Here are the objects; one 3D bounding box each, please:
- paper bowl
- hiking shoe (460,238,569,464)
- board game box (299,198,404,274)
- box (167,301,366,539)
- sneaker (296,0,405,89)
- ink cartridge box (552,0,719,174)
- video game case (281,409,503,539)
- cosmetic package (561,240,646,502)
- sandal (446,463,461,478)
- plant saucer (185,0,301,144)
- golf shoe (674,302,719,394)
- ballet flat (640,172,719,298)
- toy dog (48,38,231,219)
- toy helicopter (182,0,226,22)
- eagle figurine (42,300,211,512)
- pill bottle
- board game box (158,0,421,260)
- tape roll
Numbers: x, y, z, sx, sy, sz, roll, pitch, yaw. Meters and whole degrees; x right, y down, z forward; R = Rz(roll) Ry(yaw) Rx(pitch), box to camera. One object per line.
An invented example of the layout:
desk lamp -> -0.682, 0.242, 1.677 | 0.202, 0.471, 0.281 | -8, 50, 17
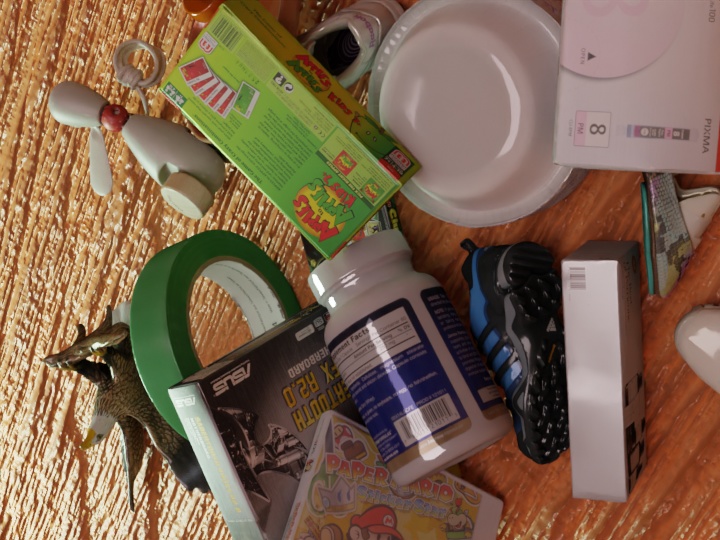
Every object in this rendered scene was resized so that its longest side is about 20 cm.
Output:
paper bowl -> 0.096, -0.136, 1.004 | 0.200, 0.104, 0.202 | 8, 105, 30
hiking shoe -> 0.141, 0.069, 1.060 | 0.087, 0.074, 0.201 | 9, 111, 56
board game box -> 0.000, 0.000, 1.142 | 0.104, 0.023, 0.201 | -11, 96, 31
box -> -0.057, 0.131, 1.077 | 0.048, 0.200, 0.159 | -16, 99, 45
sneaker -> -0.053, -0.178, 1.083 | 0.200, 0.100, 0.075 | -32, 94, 33
ink cartridge box -> 0.247, -0.153, 0.895 | 0.199, 0.057, 0.164 | 4, 95, 16
video game case -> 0.026, 0.244, 1.049 | 0.199, 0.183, 0.023 | 30, 148, -21
cosmetic package -> 0.204, 0.081, 1.005 | 0.050, 0.082, 0.201 | 0, 103, 23
sandal -> 0.002, 0.232, 1.161 | 0.080, 0.087, 0.200 | 51, 123, 8
plant saucer -> -0.105, -0.211, 1.095 | 0.200, 0.032, 0.201 | -26, 59, 53
golf shoe -> 0.322, 0.099, 0.932 | 0.200, 0.097, 0.079 | 36, 119, 20
ballet flat -> 0.244, -0.079, 0.958 | 0.071, 0.069, 0.201 | -11, 96, 13
toy dog -> -0.204, -0.118, 1.196 | 0.200, 0.132, 0.096 | 46, 159, 18
toy helicopter -> -0.155, -0.330, 1.108 | 0.132, 0.079, 0.200 | -44, 52, 10
eagle figurine -> -0.238, 0.146, 1.278 | 0.200, 0.151, 0.152 | 52, 171, -25
pill bottle -> 0.038, 0.073, 1.050 | 0.116, 0.116, 0.201 | -35, 75, 32
board game box -> -0.058, -0.116, 0.989 | 0.200, 0.048, 0.102 | 45, 124, -1
tape roll -> -0.125, 0.064, 1.127 | 0.048, 0.200, 0.201 | -21, 91, 32
